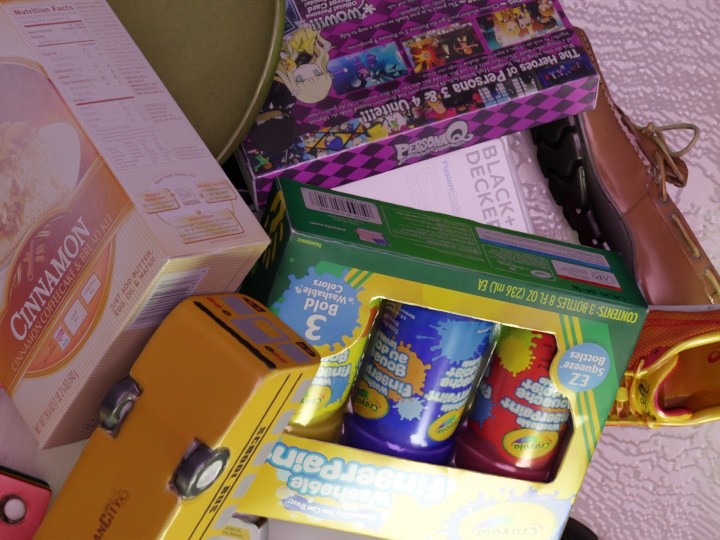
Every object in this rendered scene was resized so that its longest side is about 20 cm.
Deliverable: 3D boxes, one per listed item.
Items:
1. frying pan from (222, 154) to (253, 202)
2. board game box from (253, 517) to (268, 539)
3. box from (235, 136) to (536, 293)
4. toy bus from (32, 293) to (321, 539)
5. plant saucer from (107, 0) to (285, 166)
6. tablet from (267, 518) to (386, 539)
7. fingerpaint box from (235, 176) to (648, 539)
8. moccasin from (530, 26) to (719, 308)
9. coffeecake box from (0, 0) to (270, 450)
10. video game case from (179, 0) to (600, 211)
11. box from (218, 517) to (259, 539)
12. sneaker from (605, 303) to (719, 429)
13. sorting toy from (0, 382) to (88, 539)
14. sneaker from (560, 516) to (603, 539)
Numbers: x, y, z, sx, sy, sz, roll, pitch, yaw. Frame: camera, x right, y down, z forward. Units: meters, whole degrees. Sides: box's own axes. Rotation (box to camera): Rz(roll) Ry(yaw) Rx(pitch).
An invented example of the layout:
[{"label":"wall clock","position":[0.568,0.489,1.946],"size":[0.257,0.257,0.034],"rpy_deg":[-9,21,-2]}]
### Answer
[{"label":"frying pan","position":[-0.034,-0.097,1.312],"size":[0.114,0.031,0.190],"rpy_deg":[12,42,23]},{"label":"board game box","position":[-0.043,0.192,1.318],"size":[0.200,0.030,0.096],"rpy_deg":[-39,96,-11]},{"label":"box","position":[0.000,0.000,1.310],"size":[0.199,0.060,0.117],"rpy_deg":[-16,93,-11]},{"label":"toy bus","position":[-0.103,0.110,1.152],"size":[0.065,0.078,0.200],"rpy_deg":[38,109,21]},{"label":"plant saucer","position":[-0.108,-0.123,1.247],"size":[0.031,0.199,0.201],"rpy_deg":[15,86,-47]},{"label":"tablet","position":[0.012,0.176,1.280],"size":[0.129,0.014,0.201],"rpy_deg":[6,64,-12]},{"label":"fingerpaint box","position":[0.029,0.058,1.230],"size":[0.199,0.073,0.167],"rpy_deg":[13,114,-15]},{"label":"moccasin","position":[0.159,-0.049,1.335],"size":[0.078,0.074,0.202],"rpy_deg":[-28,92,-17]},{"label":"coffeecake box","position":[-0.156,-0.037,1.195],"size":[0.073,0.154,0.200],"rpy_deg":[-11,57,-45]},{"label":"video game case","position":[0.006,-0.137,1.279],"size":[0.199,0.036,0.182],"rpy_deg":[-18,57,-11]},{"label":"box","position":[-0.088,0.225,1.216],"size":[0.082,0.049,0.201],"rpy_deg":[21,49,-41]},{"label":"sneaker","position":[0.152,0.055,1.287],"size":[0.199,0.077,0.073],"rpy_deg":[-12,103,34]},{"label":"sorting toy","position":[-0.245,0.080,1.259],"size":[0.198,0.070,0.201],"rpy_deg":[21,86,-10]},{"label":"sneaker","position":[0.177,0.228,1.340],"size":[0.067,0.108,0.202],"rpy_deg":[-49,62,20]}]
